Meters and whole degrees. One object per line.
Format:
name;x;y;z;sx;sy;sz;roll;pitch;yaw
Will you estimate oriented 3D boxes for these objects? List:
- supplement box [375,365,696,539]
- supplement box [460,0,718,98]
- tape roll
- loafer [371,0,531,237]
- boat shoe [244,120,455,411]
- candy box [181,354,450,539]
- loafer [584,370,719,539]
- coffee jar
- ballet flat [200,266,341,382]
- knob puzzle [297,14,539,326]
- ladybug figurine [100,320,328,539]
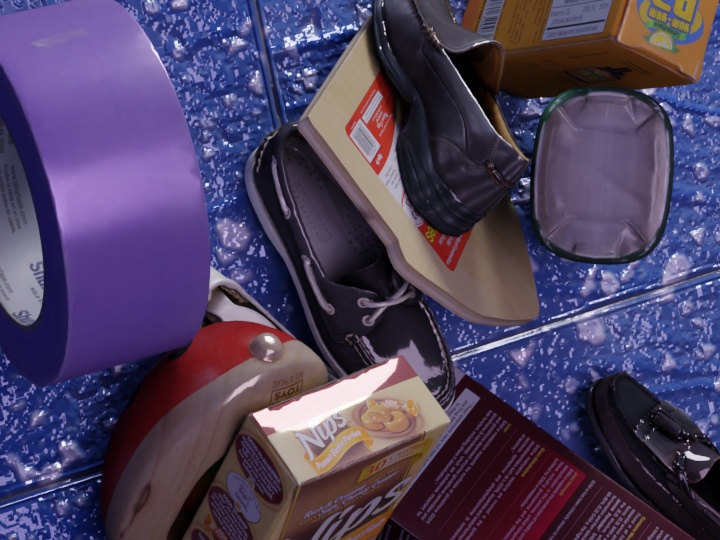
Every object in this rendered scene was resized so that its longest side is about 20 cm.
supplement box;0.103;0.163;1.410;0.199;0.061;0.109;36;66;12
supplement box;0.134;-0.149;1.406;0.066;0.200;0.069;22;83;-26
tape roll;-0.161;-0.044;1.262;0.084;0.200;0.202;-17;100;-24
loafer;0.059;-0.118;1.396;0.073;0.072;0.201;26;42;-48
boat shoe;0.000;0.000;1.393;0.074;0.060;0.201;-26;85;-22
candy box;-0.039;0.142;1.332;0.115;0.200;0.055;-20;63;-37
loafer;0.229;0.143;1.518;0.201;0.063;0.072;54;42;0
coffee jar;0.150;-0.056;1.426;0.085;0.200;0.105;5;90;7
ballet flat;-0.045;0.070;1.402;0.200;0.069;0.070;45;74;-22
knob puzzle;0.040;-0.043;1.403;0.219;0.030;0.221;41;31;-32
ladybug figurine;-0.091;0.095;1.332;0.135;0.200;0.072;-17;60;-43
